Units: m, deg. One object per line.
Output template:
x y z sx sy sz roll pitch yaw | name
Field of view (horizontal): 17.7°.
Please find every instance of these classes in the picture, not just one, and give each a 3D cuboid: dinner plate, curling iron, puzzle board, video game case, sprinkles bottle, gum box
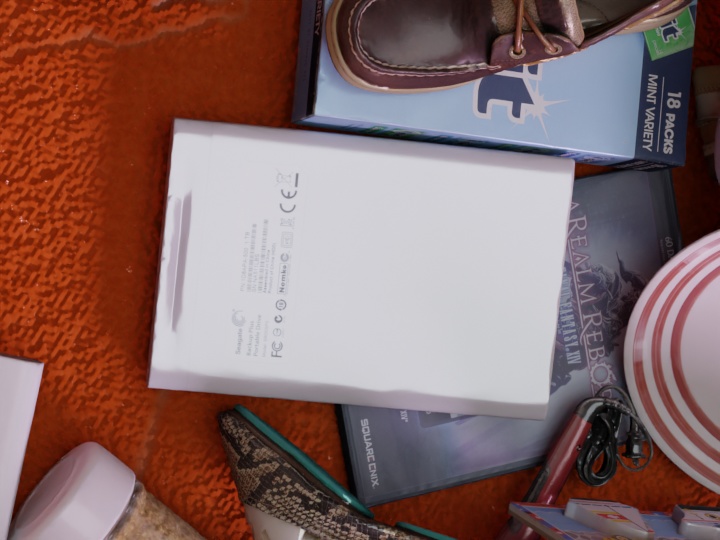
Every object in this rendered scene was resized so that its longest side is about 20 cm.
0.233 0.048 1.167 0.200 0.200 0.024 41 38 -16 | dinner plate
0.087 0.150 1.188 0.050 0.026 0.200 32 91 -15 | curling iron
0.192 0.147 1.141 0.200 0.151 0.017 8 104 -35 | puzzle board
0.079 0.031 1.194 0.199 0.019 0.143 -12 97 -16 | video game case
-0.078 0.169 1.127 0.200 0.068 0.068 42 81 -16 | sprinkles bottle
0.072 -0.146 1.159 0.199 0.045 0.171 6 86 -18 | gum box

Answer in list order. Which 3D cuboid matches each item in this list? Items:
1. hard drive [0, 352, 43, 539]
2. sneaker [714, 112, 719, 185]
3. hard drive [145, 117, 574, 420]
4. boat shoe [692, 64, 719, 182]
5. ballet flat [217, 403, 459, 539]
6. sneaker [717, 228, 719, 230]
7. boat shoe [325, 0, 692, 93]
-0.234 0.128 1.081 0.131 0.026 0.201 12 90 -3 | hard drive
0.221 -0.123 1.125 0.075 0.115 0.201 1 88 -13 | sneaker
0.000 0.000 1.141 0.199 0.025 0.132 5 95 -9 | hard drive
0.271 -0.105 1.222 0.199 0.072 0.076 -14 86 -16 | boat shoe
0.000 0.139 1.111 0.200 0.068 0.075 28 82 15 | ballet flat
0.243 0.053 1.230 0.090 0.070 0.201 -22 105 7 | sneaker
0.082 -0.131 1.099 0.199 0.072 0.072 -11 92 -19 | boat shoe
